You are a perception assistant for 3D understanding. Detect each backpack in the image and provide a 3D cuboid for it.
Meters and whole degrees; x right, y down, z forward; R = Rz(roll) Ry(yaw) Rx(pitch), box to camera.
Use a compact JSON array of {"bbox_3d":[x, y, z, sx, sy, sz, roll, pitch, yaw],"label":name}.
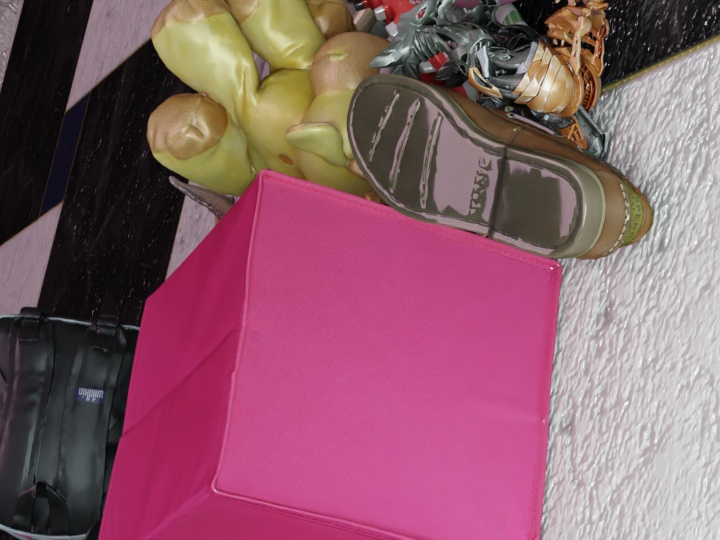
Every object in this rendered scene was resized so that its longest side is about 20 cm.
[{"bbox_3d":[-0.267,0.150,2.048,0.151,0.176,0.201,88,-173,-73],"label":"backpack"}]

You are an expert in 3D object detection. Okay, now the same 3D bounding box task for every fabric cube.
[{"bbox_3d":[-0.019,0.092,1.308,0.199,0.195,0.201,-41,36,56],"label":"fabric cube"}]

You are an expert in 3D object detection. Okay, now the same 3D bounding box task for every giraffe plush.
[{"bbox_3d":[-0.026,-0.093,1.439,0.162,0.172,0.201,3,108,56],"label":"giraffe plush"}]

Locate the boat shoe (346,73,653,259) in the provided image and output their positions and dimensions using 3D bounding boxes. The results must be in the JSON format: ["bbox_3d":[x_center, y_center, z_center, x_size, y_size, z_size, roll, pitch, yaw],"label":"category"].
[{"bbox_3d":[0.073,-0.053,1.248,0.200,0.068,0.072,34,114,42],"label":"boat shoe"}]

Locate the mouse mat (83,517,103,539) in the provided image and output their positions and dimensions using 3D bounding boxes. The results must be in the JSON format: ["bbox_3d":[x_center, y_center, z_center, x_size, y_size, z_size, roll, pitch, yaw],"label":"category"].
[{"bbox_3d":[-0.158,0.226,1.683,0.200,0.007,0.162,-29,-45,-59],"label":"mouse mat"}]

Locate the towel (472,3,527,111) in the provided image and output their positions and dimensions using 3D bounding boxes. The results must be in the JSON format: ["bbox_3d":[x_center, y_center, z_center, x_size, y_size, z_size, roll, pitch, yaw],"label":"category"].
[{"bbox_3d":[0.080,-0.088,1.454,0.200,0.023,0.153,-113,44,-66],"label":"towel"}]

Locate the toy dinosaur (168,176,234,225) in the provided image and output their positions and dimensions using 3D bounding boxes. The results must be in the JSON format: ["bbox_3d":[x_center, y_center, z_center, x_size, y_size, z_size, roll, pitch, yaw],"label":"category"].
[{"bbox_3d":[-0.068,0.010,1.622,0.200,0.085,0.136,57,-153,-50],"label":"toy dinosaur"}]

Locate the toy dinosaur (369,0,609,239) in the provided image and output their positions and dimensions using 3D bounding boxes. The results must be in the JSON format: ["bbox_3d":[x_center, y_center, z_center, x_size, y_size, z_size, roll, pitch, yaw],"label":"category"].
[{"bbox_3d":[0.096,-0.110,1.319,0.135,0.102,0.201,30,87,30],"label":"toy dinosaur"}]

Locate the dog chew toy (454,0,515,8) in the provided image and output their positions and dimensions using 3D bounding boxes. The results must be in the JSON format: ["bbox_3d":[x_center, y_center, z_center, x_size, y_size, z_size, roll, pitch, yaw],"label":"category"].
[{"bbox_3d":[0.098,-0.242,1.388,0.200,0.124,0.125,-30,45,53],"label":"dog chew toy"}]

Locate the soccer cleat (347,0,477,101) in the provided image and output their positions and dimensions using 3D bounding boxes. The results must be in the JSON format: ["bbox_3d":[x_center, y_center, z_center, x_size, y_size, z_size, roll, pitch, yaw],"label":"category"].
[{"bbox_3d":[0.048,-0.175,1.495,0.200,0.085,0.069,58,172,50],"label":"soccer cleat"}]

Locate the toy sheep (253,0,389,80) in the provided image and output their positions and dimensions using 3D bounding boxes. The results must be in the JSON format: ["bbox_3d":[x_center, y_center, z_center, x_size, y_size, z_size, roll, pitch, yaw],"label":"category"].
[{"bbox_3d":[-0.021,-0.150,1.641,0.139,0.137,0.200,-68,22,17],"label":"toy sheep"}]
